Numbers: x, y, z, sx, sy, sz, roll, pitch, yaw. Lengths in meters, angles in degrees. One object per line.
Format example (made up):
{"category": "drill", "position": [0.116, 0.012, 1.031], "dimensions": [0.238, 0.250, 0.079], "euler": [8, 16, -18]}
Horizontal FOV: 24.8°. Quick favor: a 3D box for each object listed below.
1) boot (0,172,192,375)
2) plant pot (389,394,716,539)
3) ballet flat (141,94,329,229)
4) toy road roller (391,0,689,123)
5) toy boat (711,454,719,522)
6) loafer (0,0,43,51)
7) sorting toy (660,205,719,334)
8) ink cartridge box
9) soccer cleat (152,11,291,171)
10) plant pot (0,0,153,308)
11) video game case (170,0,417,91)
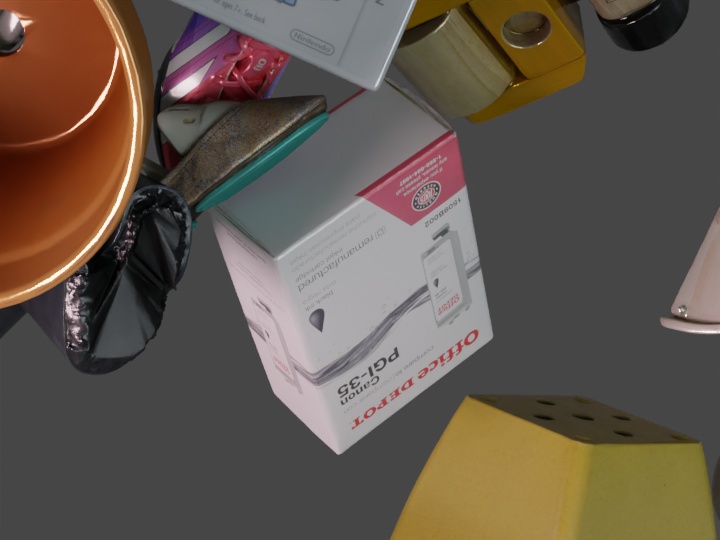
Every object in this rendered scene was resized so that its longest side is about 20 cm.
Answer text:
{"category": "boot", "position": [-0.186, 0.016, 0.894], "dimensions": [0.076, 0.168, 0.201], "euler": [29, 95, -42]}
{"category": "plant pot", "position": [0.151, 0.195, 1.238], "dimensions": [0.199, 0.199, 0.178], "euler": [3, 100, -38]}
{"category": "ballet flat", "position": [-0.108, -0.054, 0.951], "dimensions": [0.200, 0.067, 0.068], "euler": [-40, 179, 16]}
{"category": "toy road roller", "position": [0.106, -0.203, 1.052], "dimensions": [0.199, 0.147, 0.123], "euler": [-24, 137, 23]}
{"category": "toy boat", "position": [0.407, 0.172, 1.447], "dimensions": [0.130, 0.131, 0.201], "euler": [25, 96, -42]}
{"category": "loafer", "position": [-0.157, -0.210, 0.849], "dimensions": [0.069, 0.075, 0.201], "euler": [33, 100, -14]}
{"category": "sorting toy", "position": [0.359, -0.022, 1.352], "dimensions": [0.180, 0.106, 0.201], "euler": [6, 111, -59]}
{"category": "ink cartridge box", "position": [0.000, 0.000, 1.060], "dimensions": [0.146, 0.083, 0.201], "euler": [-36, 140, -18]}
{"category": "soccer cleat", "position": [-0.069, -0.131, 0.968], "dimensions": [0.068, 0.073, 0.201], "euler": [5, 110, -40]}
{"category": "plant pot", "position": [-0.188, -0.098, 0.787], "dimensions": [0.198, 0.140, 0.202], "euler": [1, 112, 4]}
{"category": "video game case", "position": [-0.045, -0.222, 0.898], "dimensions": [0.199, 0.024, 0.183], "euler": [24, 100, -4]}
